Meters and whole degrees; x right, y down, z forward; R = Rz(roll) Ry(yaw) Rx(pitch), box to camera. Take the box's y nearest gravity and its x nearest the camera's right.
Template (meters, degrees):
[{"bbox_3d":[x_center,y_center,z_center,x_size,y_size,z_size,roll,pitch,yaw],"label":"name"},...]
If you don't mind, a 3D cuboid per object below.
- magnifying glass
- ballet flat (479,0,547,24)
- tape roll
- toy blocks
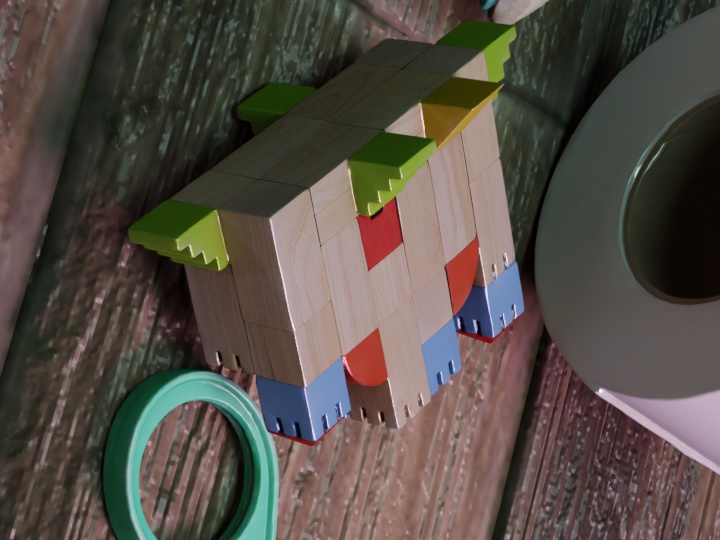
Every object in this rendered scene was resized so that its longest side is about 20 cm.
[{"bbox_3d":[-0.052,0.135,1.031,0.080,0.022,0.200,-28,111,-41],"label":"magnifying glass"},{"bbox_3d":[0.112,-0.192,1.146,0.062,0.067,0.200,22,73,-10],"label":"ballet flat"},{"bbox_3d":[0.198,-0.006,1.149,0.139,0.203,0.203,33,69,-39],"label":"tape roll"},{"bbox_3d":[0.000,0.000,1.041,0.200,0.100,0.137,-40,130,-43],"label":"toy blocks"}]
